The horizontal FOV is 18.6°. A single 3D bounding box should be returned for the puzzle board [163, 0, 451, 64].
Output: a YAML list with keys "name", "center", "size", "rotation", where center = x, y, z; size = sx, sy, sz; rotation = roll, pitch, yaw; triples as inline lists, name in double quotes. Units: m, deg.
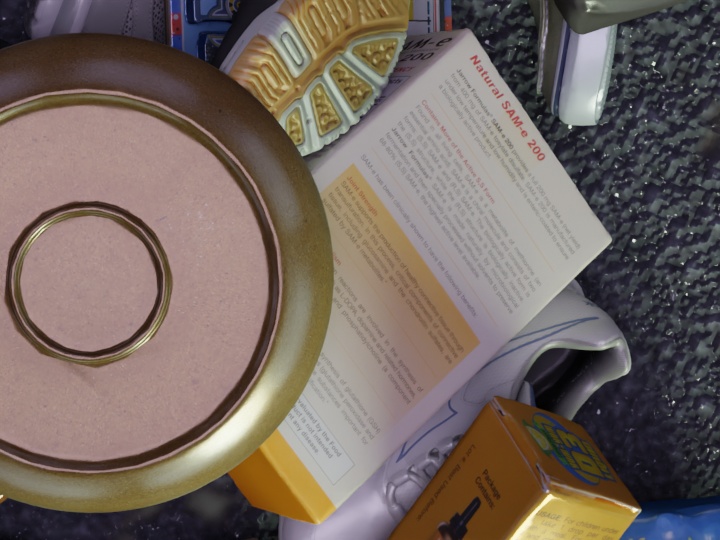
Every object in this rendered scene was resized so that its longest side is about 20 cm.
- name: "puzzle board"
  center: [-0.019, -0.067, 1.036]
  size: [0.151, 0.017, 0.200]
  rotation: [-3, 94, -28]

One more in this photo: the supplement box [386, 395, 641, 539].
- name: "supplement box"
  center: [0.039, 0.156, 1.000]
  size: [0.069, 0.067, 0.200]
  rotation: [17, 117, -34]

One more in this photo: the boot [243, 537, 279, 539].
- name: "boot"
  center: [-0.118, 0.195, 1.037]
  size: [0.200, 0.107, 0.075]
  rotation: [-24, 105, 10]

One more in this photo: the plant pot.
- name: "plant pot"
  center: [-0.110, 0.004, 0.897]
  size: [0.200, 0.027, 0.200]
  rotation: [0, 97, -3]

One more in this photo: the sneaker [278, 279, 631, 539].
- name: "sneaker"
  center: [0.042, 0.077, 1.038]
  size: [0.200, 0.087, 0.075]
  rotation: [-45, 118, -7]

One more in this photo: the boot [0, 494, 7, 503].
- name: "boot"
  center: [-0.239, 0.068, 0.926]
  size: [0.188, 0.068, 0.200]
  rotation: [42, 92, -7]

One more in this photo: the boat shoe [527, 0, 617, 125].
- name: "boat shoe"
  center: [0.094, -0.169, 1.047]
  size: [0.062, 0.072, 0.200]
  rotation: [2, 86, 7]

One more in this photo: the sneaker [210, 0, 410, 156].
- name: "sneaker"
  center: [-0.021, -0.130, 0.975]
  size: [0.200, 0.088, 0.076]
  rotation: [-56, 142, -26]

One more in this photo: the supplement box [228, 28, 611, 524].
- name: "supplement box"
  center: [0.000, 0.000, 0.997]
  size: [0.200, 0.074, 0.126]
  rotation: [-42, 110, -20]

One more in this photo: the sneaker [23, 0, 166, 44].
- name: "sneaker"
  center: [-0.087, -0.189, 1.038]
  size: [0.082, 0.075, 0.200]
  rotation: [22, 101, -20]

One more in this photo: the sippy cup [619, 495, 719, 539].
- name: "sippy cup"
  center: [0.154, 0.177, 1.060]
  size: [0.140, 0.178, 0.130]
  rotation: [-9, 86, 28]

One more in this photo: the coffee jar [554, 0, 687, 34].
- name: "coffee jar"
  center: [0.105, -0.210, 0.973]
  size: [0.104, 0.085, 0.200]
  rotation: [-19, 83, 2]

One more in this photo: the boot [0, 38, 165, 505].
- name: "boot"
  center: [-0.139, 0.006, 1.046]
  size: [0.198, 0.073, 0.162]
  rotation: [36, 90, -13]
